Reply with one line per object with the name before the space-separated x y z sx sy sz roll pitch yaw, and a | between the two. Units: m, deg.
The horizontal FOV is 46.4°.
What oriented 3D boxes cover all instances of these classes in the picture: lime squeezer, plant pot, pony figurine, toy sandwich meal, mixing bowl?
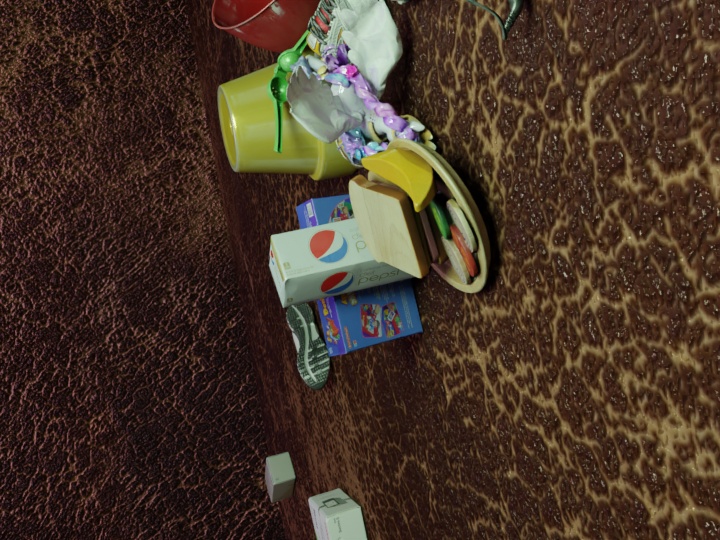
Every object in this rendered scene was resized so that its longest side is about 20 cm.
lime squeezer | -0.099 -0.270 1.160 0.204 0.037 0.071 -68 26 11
plant pot | -0.114 -0.232 1.282 0.200 0.185 0.206 168 90 -74
pony figurine | -0.009 -0.205 0.982 0.193 0.168 0.199 44 170 -32
toy sandwich meal | 0.060 -0.051 0.907 0.206 0.069 0.206 53 164 23
mixing bowl | -0.104 -0.388 1.191 0.108 0.200 0.201 39 -168 -38

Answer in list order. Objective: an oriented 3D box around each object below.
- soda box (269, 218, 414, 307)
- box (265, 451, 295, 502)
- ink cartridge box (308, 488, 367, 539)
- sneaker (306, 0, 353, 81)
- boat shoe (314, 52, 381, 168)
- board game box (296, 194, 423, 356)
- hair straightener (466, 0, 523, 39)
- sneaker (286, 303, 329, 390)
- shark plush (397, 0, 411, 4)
soda box | -0.011 -0.018 1.039 0.064 0.196 0.069 100 152 -55
box | -0.264 0.676 2.737 0.201 0.076 0.096 105 149 -59
ink cartridge box | -0.045 0.580 1.848 0.200 0.082 0.149 169 89 -75
sneaker | -0.028 -0.300 1.038 0.201 0.081 0.079 76 173 -62
boat shoe | -0.022 -0.234 1.160 0.072 0.074 0.205 111 149 -74
board game box | 0.000 0.000 1.129 0.044 0.132 0.205 -18 84 54
hair straightener | 0.083 -0.282 0.726 0.041 0.075 0.204 116 140 -63
sneaker | -0.105 0.168 1.812 0.080 0.072 0.203 75 179 -60
shark plush | 0.033 -0.339 0.896 0.084 0.089 0.201 -59 28 22
